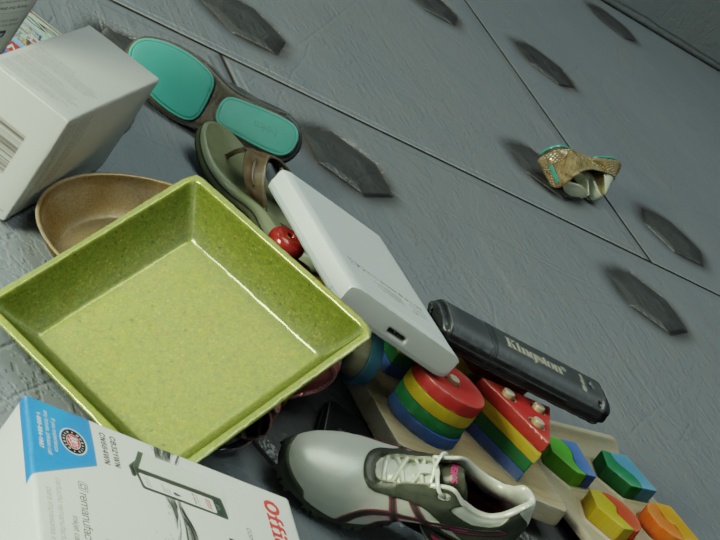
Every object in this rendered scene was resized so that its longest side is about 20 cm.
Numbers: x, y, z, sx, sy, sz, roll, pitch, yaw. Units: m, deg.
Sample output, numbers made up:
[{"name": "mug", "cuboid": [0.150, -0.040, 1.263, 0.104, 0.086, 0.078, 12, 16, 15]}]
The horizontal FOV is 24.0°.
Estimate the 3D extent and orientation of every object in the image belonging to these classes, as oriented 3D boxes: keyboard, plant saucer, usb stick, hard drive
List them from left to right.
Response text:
[{"name": "plant saucer", "cuboid": [-0.165, -0.011, 1.350, 0.199, 0.036, 0.200, 17, 28, -9]}, {"name": "plant saucer", "cuboid": [-0.129, 0.048, 1.204, 0.199, 0.048, 0.200, -34, 61, -30]}, {"name": "hard drive", "cuboid": [0.000, 0.000, 1.432, 0.132, 0.027, 0.200, 35, 14, -34]}, {"name": "keyboard", "cuboid": [0.046, 0.186, 1.364, 0.200, 0.021, 0.127, 35, 16, -7]}, {"name": "usb stick", "cuboid": [0.139, 0.082, 1.490, 0.200, 0.033, 0.056, 28, 19, -27]}]

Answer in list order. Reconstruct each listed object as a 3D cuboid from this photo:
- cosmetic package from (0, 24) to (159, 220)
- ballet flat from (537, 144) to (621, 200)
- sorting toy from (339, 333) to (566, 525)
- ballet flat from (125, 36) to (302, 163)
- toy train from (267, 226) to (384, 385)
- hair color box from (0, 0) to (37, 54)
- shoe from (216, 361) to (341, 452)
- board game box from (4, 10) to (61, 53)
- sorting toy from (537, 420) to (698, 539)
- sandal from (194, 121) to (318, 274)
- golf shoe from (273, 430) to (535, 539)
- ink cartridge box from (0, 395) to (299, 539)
[{"name": "cosmetic package", "cuboid": [-0.255, -0.124, 1.386, 0.085, 0.108, 0.200, 38, 20, 1]}, {"name": "ballet flat", "cuboid": [0.314, -0.131, 2.392, 0.200, 0.070, 0.066, 3, 67, -52]}, {"name": "sorting toy", "cuboid": [0.084, 0.110, 1.486, 0.200, 0.070, 0.199, 25, 21, -33]}, {"name": "ballet flat", "cuboid": [-0.151, -0.167, 1.709, 0.200, 0.073, 0.073, 30, 22, -5]}, {"name": "toy train", "cuboid": [-0.048, 0.017, 1.457, 0.115, 0.085, 0.200, 26, 24, -24]}, {"name": "hair color box", "cuboid": [-0.311, -0.216, 1.349, 0.060, 0.200, 0.100, 41, 21, 6]}, {"name": "shoe", "cuboid": [-0.080, 0.092, 1.289, 0.200, 0.072, 0.091, 7, 38, -44]}, {"name": "board game box", "cuboid": [-0.327, -0.213, 1.555, 0.200, 0.029, 0.135, 38, 20, -1]}, {"name": "sorting toy", "cuboid": [0.237, 0.215, 1.585, 0.185, 0.037, 0.200, 18, 30, -43]}, {"name": "sandal", "cuboid": [-0.085, -0.075, 1.624, 0.201, 0.057, 0.080, 50, 24, 26]}, {"name": "golf shoe", "cuboid": [0.036, 0.156, 1.274, 0.199, 0.088, 0.077, 20, 52, -15]}, {"name": "ink cartridge box", "cuboid": [-0.129, 0.178, 1.008, 0.200, 0.084, 0.146, 25, 25, -30]}]
